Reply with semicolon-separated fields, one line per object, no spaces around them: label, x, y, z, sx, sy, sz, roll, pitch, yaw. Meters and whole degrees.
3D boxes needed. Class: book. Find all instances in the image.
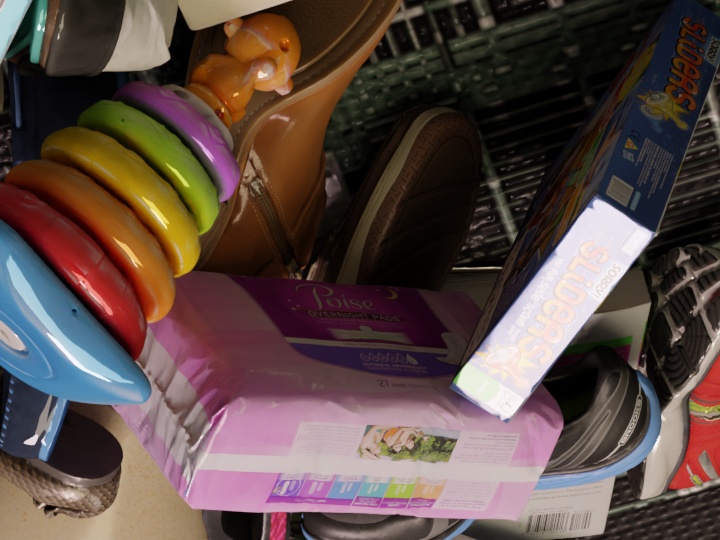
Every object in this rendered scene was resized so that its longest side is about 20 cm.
book;0.082;0.080;1.642;0.133;0.048;0.200;-3;138;-9

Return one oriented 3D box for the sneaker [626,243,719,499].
sneaker;0.194;0.050;1.619;0.085;0.077;0.200;-6;147;-12

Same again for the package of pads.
package of pads;-0.017;0.058;1.412;0.200;0.121;0.076;4;122;-34

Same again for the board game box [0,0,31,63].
board game box;-0.145;-0.188;1.243;0.047;0.151;0.200;16;131;-21

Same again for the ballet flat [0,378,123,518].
ballet flat;-0.203;0.065;1.492;0.200;0.067;0.046;31;131;18

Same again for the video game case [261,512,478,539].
video game case;-0.007;0.186;1.718;0.200;0.022;0.182;22;144;-28

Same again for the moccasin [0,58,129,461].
moccasin;-0.159;-0.011;1.436;0.068;0.200;0.080;9;175;-8

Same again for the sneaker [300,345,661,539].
sneaker;0.058;0.090;1.570;0.199;0.071;0.083;-22;131;8

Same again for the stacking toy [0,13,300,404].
stacking toy;-0.096;-0.043;1.329;0.116;0.110;0.200;48;69;-21

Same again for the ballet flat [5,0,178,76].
ballet flat;-0.118;-0.117;1.321;0.068;0.200;0.068;8;92;-12

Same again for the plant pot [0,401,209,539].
plant pot;-0.149;0.134;1.576;0.187;0.187;0.200;12;118;-22

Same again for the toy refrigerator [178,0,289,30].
toy refrigerator;0.003;-0.184;1.332;0.200;0.076;0.070;-16;136;7

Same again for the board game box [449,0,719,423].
board game box;0.112;-0.033;1.423;0.034;0.200;0.135;33;127;-4

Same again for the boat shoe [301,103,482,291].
boat shoe;-0.004;0.000;1.522;0.075;0.075;0.203;-1;119;-48

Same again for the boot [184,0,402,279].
boot;-0.038;-0.065;1.451;0.200;0.074;0.155;-45;154;-1

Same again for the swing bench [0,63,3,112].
swing bench;-0.282;-0.055;1.379;0.199;0.130;0.200;7;128;-16

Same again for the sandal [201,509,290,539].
sandal;-0.052;0.123;1.554;0.045;0.075;0.200;10;147;8
